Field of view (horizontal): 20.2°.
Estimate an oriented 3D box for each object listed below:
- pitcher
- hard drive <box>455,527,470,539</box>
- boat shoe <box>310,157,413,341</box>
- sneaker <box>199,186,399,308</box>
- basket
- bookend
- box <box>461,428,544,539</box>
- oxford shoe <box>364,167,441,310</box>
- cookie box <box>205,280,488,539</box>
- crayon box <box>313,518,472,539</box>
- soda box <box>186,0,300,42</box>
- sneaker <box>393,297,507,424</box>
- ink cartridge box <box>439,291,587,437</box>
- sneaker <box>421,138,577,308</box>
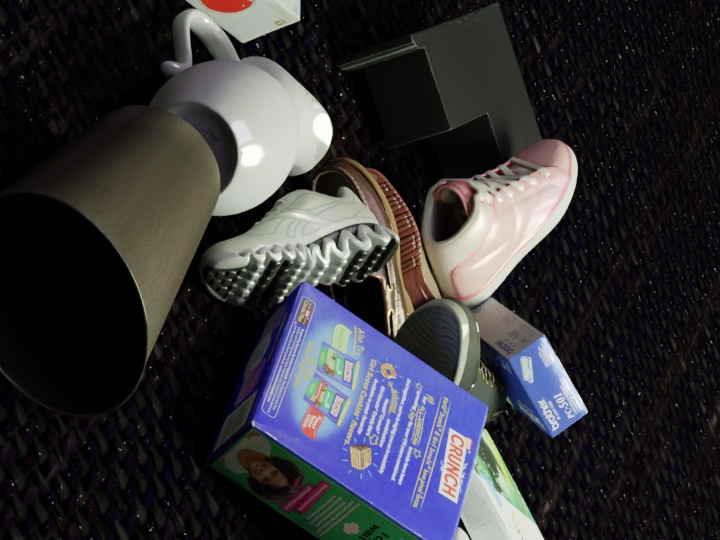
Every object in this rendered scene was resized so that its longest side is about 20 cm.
[{"bbox_3d":[-0.118,-0.134,1.649,0.172,0.121,0.200,50,22,0],"label":"pitcher"},{"bbox_3d":[0.098,0.306,1.665,0.132,0.025,0.200,61,12,-8],"label":"hard drive"},{"bbox_3d":[0.000,0.000,1.800,0.070,0.070,0.201,-29,101,-60],"label":"boat shoe"},{"bbox_3d":[-0.062,-0.023,1.703,0.199,0.075,0.081,-11,61,-43],"label":"sneaker"},{"bbox_3d":[-0.184,-0.026,1.454,0.200,0.135,0.181,-64,148,-55],"label":"basket"},{"bbox_3d":[0.088,-0.144,1.995,0.199,0.092,0.201,-30,103,-57],"label":"bookend"},{"bbox_3d":[0.126,0.226,1.842,0.145,0.036,0.200,62,7,1],"label":"box"},{"bbox_3d":[0.031,0.001,1.877,0.075,0.070,0.201,-58,128,-87],"label":"oxford shoe"},{"bbox_3d":[-0.007,0.136,1.654,0.199,0.075,0.172,35,43,-14],"label":"cookie box"},{"bbox_3d":[0.046,0.249,1.766,0.200,0.058,0.119,55,35,-28],"label":"crayon box"},{"bbox_3d":[-0.134,-0.273,1.716,0.200,0.068,0.064,34,47,-47],"label":"soda box"},{"bbox_3d":[0.086,0.083,1.795,0.106,0.201,0.075,-29,59,-34],"label":"sneaker"},{"bbox_3d":[0.136,0.078,1.896,0.094,0.044,0.200,59,-8,-22],"label":"ink cartridge box"},{"bbox_3d":[0.129,-0.068,1.905,0.201,0.075,0.105,-51,136,-20],"label":"sneaker"}]
